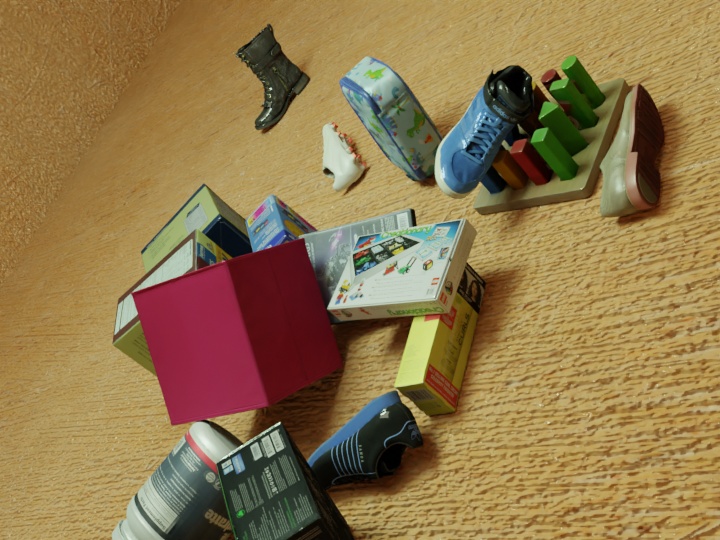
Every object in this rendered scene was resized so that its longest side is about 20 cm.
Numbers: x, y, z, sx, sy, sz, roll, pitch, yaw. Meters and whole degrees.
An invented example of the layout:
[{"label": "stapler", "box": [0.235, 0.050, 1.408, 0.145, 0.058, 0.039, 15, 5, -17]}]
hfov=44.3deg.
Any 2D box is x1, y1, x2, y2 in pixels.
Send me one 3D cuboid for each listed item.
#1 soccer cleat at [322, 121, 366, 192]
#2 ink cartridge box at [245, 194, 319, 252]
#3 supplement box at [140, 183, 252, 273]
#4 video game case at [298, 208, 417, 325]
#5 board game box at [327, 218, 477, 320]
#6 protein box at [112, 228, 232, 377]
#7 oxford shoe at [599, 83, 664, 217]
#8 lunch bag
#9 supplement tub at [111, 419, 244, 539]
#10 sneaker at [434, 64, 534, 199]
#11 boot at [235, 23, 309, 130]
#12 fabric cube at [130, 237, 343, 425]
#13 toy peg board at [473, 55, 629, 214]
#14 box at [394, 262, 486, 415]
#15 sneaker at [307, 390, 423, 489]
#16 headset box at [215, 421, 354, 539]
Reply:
[{"label": "soccer cleat", "box": [-0.048, -0.221, 1.693, 0.078, 0.069, 0.201, -44, 33, 13]}, {"label": "ink cartridge box", "box": [-0.110, -0.025, 1.475, 0.076, 0.136, 0.201, -45, 30, 14]}, {"label": "supplement box", "box": [-0.312, -0.030, 1.745, 0.200, 0.134, 0.200, -45, 30, 5]}, {"label": "video game case", "box": [0.000, 0.000, 1.306, 0.198, 0.019, 0.145, -12, 81, 31]}, {"label": "board game box", "box": [0.053, 0.001, 1.183, 0.198, 0.035, 0.127, -7, 50, 45]}, {"label": "protein box", "box": [-0.278, 0.081, 1.510, 0.199, 0.198, 0.136, -39, 31, 15]}, {"label": "oxford shoe", "box": [0.333, -0.154, 1.115, 0.074, 0.070, 0.202, -24, 37, 44]}, {"label": "lunch bag", "box": [0.054, -0.248, 1.455, 0.082, 0.201, 0.161, -39, 32, 0]}, {"label": "supplement tub", "box": [-0.235, 0.325, 1.233, 0.201, 0.140, 0.140, -50, 30, -4]}, {"label": "sneaker", "box": [0.172, -0.196, 1.201, 0.201, 0.076, 0.111, -58, 6, -26]}, {"label": "boot", "box": [-0.231, -0.455, 2.088, 0.201, 0.174, 0.069, -53, 31, -9]}, {"label": "fabric cube", "box": [-0.175, 0.086, 1.282, 0.194, 0.202, 0.199, -17, 2, 34]}, {"label": "toy peg board", "box": [0.247, -0.199, 1.249, 0.198, 0.098, 0.202, -6, 50, 49]}, {"label": "box", "box": [0.105, 0.080, 1.139, 0.050, 0.075, 0.202, -15, 43, 41]}, {"label": "sneaker", "box": [-0.001, 0.236, 1.104, 0.200, 0.070, 0.078, -49, 62, 33]}, {"label": "headset box", "box": [-0.062, 0.306, 0.983, 0.092, 0.201, 0.174, -30, 31, -4]}]
